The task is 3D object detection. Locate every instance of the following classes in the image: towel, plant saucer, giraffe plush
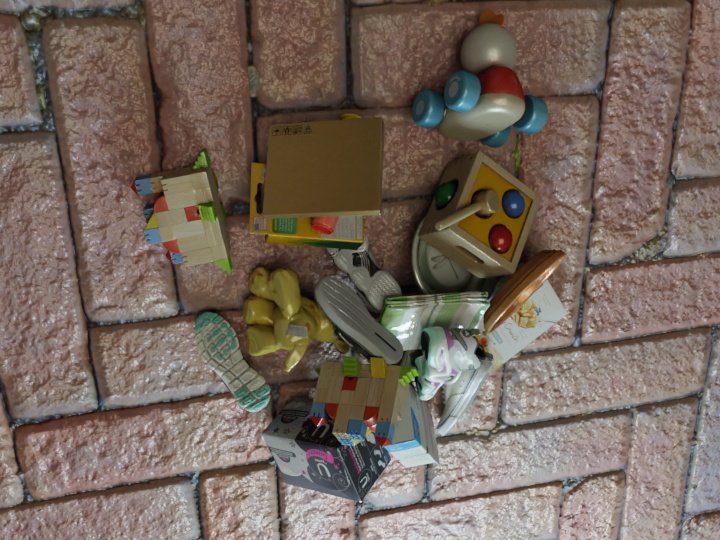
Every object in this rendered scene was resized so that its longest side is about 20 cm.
[{"bbox_3d":[0.123,0.099,1.293,0.196,0.031,0.151,-4,138,-17],"label":"towel"},{"bbox_3d":[0.169,-0.020,1.347,0.196,0.050,0.205,3,84,-27],"label":"plant saucer"},{"bbox_3d":[0.291,0.032,1.321,0.200,0.200,0.038,-46,76,5],"label":"plant saucer"},{"bbox_3d":[-0.096,0.081,1.299,0.160,0.198,0.176,-1,110,-44],"label":"giraffe plush"}]

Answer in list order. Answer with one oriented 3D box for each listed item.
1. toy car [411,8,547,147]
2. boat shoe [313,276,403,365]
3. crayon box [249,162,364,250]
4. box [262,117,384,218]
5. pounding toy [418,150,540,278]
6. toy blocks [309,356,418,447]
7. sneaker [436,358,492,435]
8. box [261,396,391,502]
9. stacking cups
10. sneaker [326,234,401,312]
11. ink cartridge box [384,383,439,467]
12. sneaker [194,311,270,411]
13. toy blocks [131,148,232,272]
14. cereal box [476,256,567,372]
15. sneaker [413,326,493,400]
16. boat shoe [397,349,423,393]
[{"bbox_3d":[0.204,-0.337,1.230,0.181,0.176,0.205,9,79,-30],"label":"toy car"},{"bbox_3d":[-0.016,0.098,1.228,0.200,0.073,0.070,47,133,-15],"label":"boat shoe"},{"bbox_3d":[-0.094,-0.109,1.242,0.196,0.052,0.129,4,75,-15],"label":"crayon box"},{"bbox_3d":[-0.060,-0.166,1.182,0.195,0.021,0.167,-1,73,12],"label":"box"},{"bbox_3d":[0.200,-0.095,1.262,0.198,0.141,0.187,31,71,-22],"label":"pounding toy"},{"bbox_3d":[-0.005,0.232,1.232,0.196,0.139,0.100,0,147,23],"label":"toy blocks"},{"bbox_3d":[0.196,0.243,1.469,0.070,0.073,0.203,34,116,18],"label":"sneaker"},{"bbox_3d":[-0.066,0.327,1.347,0.115,0.197,0.134,-45,123,-42],"label":"box"},{"bbox_3d":[-0.035,-0.159,1.220,0.060,0.060,0.204,21,77,-20],"label":"stacking cups"},{"bbox_3d":[0.000,0.000,1.323,0.075,0.115,0.201,-35,78,-9],"label":"sneaker"},{"bbox_3d":[0.095,0.307,1.406,0.067,0.118,0.201,-14,148,13],"label":"ink cartridge box"},{"bbox_3d":[-0.242,0.170,1.328,0.077,0.091,0.202,-31,90,-18],"label":"sneaker"},{"bbox_3d":[-0.302,-0.087,1.213,0.134,0.100,0.204,-10,113,1],"label":"toy blocks"},{"bbox_3d":[0.299,0.089,1.447,0.199,0.040,0.145,-38,114,2],"label":"cereal box"},{"bbox_3d":[0.172,0.169,1.314,0.137,0.079,0.202,-5,146,-9],"label":"sneaker"},{"bbox_3d":[0.110,0.141,1.400,0.073,0.074,0.203,15,113,-23],"label":"boat shoe"}]
